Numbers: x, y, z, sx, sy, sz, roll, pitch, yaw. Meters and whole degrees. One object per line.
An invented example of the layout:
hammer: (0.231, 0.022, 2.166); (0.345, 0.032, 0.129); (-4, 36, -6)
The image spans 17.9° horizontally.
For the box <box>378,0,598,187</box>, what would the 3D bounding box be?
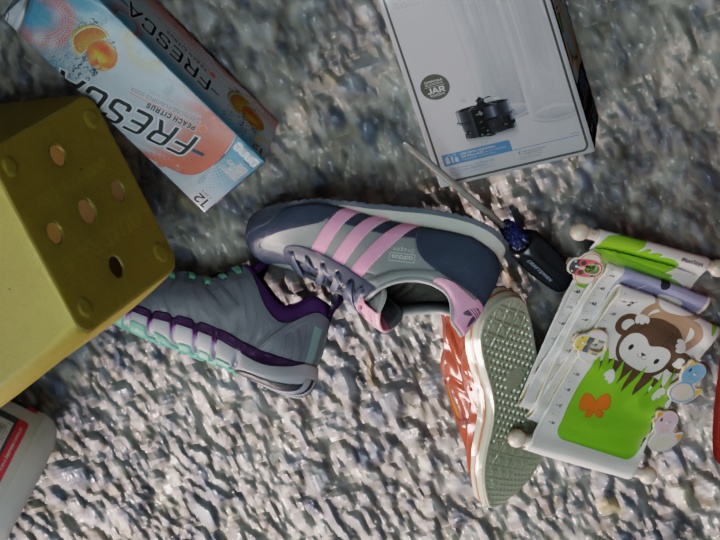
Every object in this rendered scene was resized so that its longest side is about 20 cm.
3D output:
box: (0.079, -0.166, 1.536); (0.116, 0.060, 0.201); (-11, 115, 15)

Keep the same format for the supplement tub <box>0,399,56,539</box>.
supplement tub: (-0.343, 0.133, 1.718); (0.200, 0.140, 0.141); (27, 119, -6)

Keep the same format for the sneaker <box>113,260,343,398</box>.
sneaker: (-0.113, 0.022, 1.679); (0.199, 0.074, 0.088); (22, 84, 8)

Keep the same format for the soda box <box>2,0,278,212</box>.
soda box: (-0.150, -0.138, 1.583); (0.064, 0.068, 0.200); (-39, 107, 25)

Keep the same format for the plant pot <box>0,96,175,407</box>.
plant pot: (-0.249, -0.013, 1.555); (0.176, 0.200, 0.200); (-23, 100, 31)

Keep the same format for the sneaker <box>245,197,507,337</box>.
sneaker: (0.000, 0.000, 1.600); (0.199, 0.082, 0.070); (4, 152, 28)

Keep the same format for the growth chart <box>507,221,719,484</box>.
growth chart: (0.189, 0.063, 1.645); (0.144, 0.018, 0.201); (9, 116, -17)

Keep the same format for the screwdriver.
screwdriver: (0.092, -0.038, 1.575); (0.029, 0.028, 0.200); (11, 160, 41)

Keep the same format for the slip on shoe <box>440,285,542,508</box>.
slip on shoe: (0.095, 0.089, 1.675); (0.061, 0.074, 0.200); (32, 143, 43)

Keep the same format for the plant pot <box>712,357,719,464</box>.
plant pot: (0.332, 0.046, 1.543); (0.199, 0.200, 0.177); (15, 130, 1)
